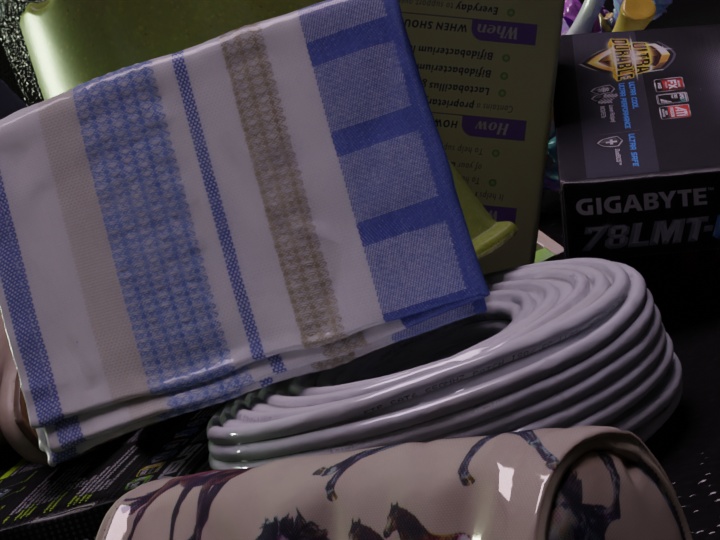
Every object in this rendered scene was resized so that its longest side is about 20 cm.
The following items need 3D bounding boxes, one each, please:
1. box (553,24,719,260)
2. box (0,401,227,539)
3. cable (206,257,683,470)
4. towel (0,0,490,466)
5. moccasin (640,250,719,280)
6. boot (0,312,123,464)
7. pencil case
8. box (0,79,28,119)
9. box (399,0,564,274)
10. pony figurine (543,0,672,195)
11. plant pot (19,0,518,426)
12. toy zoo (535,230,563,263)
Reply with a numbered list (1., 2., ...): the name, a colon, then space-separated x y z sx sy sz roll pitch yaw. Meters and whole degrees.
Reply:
1. box: 0.196 -0.072 1.036 0.197 0.050 0.200 -5 26 7
2. box: -0.122 0.102 0.983 0.192 0.048 0.200 -19 10 21
3. cable: 0.031 0.056 0.850 0.199 0.070 0.200 -24 10 -20
4. towel: -0.058 -0.019 0.841 0.199 0.148 0.024 -19 -11 10
5. moccasin: 0.169 -0.049 1.132 0.077 0.074 0.201 -19 10 -8
6. boot: -0.174 0.064 1.008 0.146 0.070 0.200 -27 11 22
7. pencil case: 0.007 0.100 0.642 0.199 0.090 0.078 -12 -16 38
8. box: -0.253 -0.008 1.148 0.200 0.197 0.118 -39 20 13
9. box: 0.008 -0.078 1.061 0.175 0.201 0.097 5 19 1
10. pony figurine: 0.137 -0.128 1.362 0.193 0.166 0.200 -43 -15 -33
11. plant pot: -0.058 -0.058 0.937 0.199 0.191 0.200 -26 2 1
12. toy zoo: 0.000 0.000 1.152 0.200 0.021 0.131 -26 48 -33
